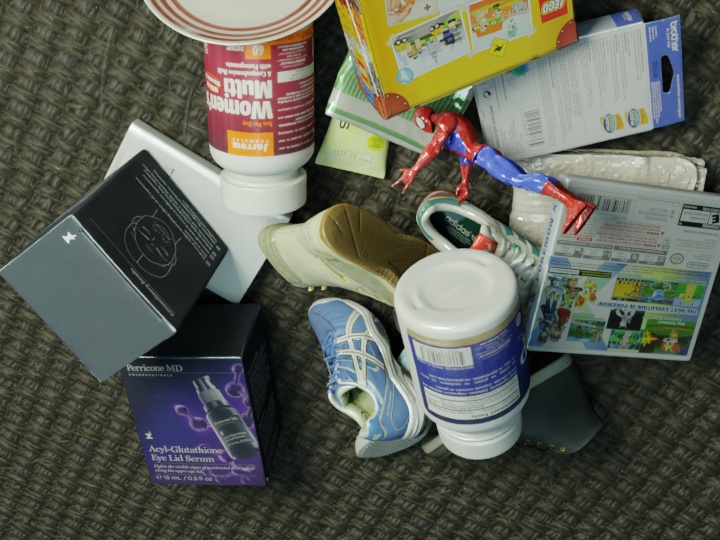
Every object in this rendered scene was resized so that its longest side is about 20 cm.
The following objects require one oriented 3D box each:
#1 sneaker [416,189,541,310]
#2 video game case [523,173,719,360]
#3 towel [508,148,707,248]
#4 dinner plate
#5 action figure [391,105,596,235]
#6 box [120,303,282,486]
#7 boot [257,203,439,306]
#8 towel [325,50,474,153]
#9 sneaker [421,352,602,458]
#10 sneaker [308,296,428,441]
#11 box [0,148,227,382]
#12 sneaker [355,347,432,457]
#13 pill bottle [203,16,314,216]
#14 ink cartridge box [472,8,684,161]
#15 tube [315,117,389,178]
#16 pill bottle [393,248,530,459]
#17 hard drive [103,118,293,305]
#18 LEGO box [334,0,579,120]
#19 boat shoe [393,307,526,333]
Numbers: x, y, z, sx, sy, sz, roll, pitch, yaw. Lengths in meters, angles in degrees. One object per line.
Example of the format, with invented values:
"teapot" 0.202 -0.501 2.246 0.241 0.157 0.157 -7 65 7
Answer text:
"sneaker" 0.139 -0.012 0.960 0.200 0.093 0.070 35 103 4
"video game case" 0.273 0.001 0.953 0.199 0.022 0.183 5 108 -17
"towel" 0.257 -0.063 0.987 0.199 0.035 0.133 2 115 7
"dinner plate" -0.109 -0.287 0.871 0.199 0.201 0.024 7 157 5
"action figure" 0.116 -0.083 0.903 0.200 0.065 0.099 41 106 21
"box" -0.183 0.146 1.093 0.147 0.104 0.201 -2 123 9
"boot" 0.000 0.000 1.003 0.200 0.072 0.154 32 158 -29
"towel" 0.068 -0.215 0.913 0.152 0.023 0.200 17 119 -31
"sneaker" 0.174 0.183 1.054 0.200 0.075 0.106 -30 93 -1
"sneaker" -0.006 0.105 1.030 0.200 0.077 0.076 51 133 33
"box" -0.243 -0.011 0.959 0.107 0.200 0.149 -32 106 20
"sneaker" 0.046 0.152 1.107 0.074 0.082 0.200 7 140 -28
"pill bottle" -0.101 -0.164 0.946 0.109 0.110 0.201 4 115 6
"ink cartridge box" 0.213 -0.181 0.919 0.199 0.042 0.120 -11 126 10
"tube" 0.013 -0.189 0.955 0.058 0.052 0.201 35 125 28
"pill bottle" 0.107 0.090 0.930 0.119 0.120 0.200 -6 129 10
"hard drive" -0.194 -0.063 1.053 0.200 0.026 0.132 31 115 -7
"LEGO box" 0.084 -0.247 0.832 0.199 0.077 0.149 -22 129 -6
"boat shoe" 0.134 0.041 1.040 0.199 0.057 0.067 -10 113 12
